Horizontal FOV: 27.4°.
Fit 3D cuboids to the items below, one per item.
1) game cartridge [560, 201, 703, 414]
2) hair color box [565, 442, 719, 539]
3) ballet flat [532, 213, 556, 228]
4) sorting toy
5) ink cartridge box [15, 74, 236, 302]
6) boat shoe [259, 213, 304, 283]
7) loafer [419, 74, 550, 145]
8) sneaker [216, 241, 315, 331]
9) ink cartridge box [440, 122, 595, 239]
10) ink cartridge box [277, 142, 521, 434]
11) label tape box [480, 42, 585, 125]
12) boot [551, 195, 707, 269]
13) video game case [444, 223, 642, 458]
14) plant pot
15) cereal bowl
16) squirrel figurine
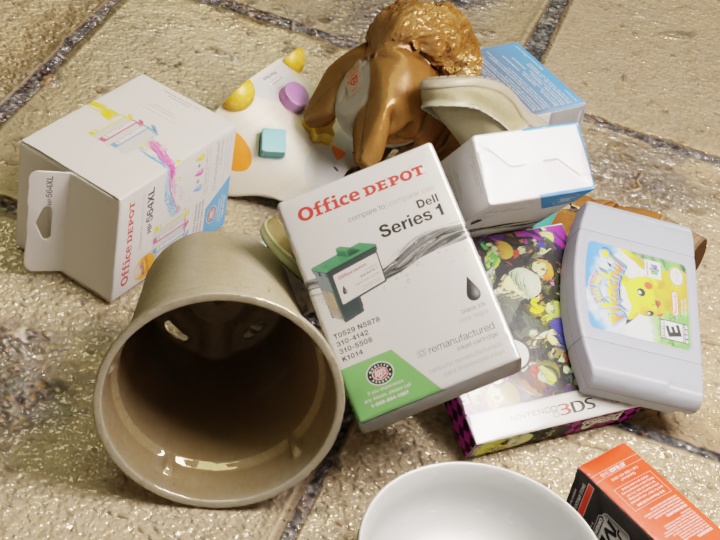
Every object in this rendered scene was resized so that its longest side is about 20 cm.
[{"bbox_3d":[0.252,0.030,1.386,0.133,0.041,0.201,11,57,-12],"label":"game cartridge"},{"bbox_3d":[0.247,0.243,1.173,0.061,0.102,0.200,-20,48,-35],"label":"hair color box"},{"bbox_3d":[0.153,-0.031,1.516,0.067,0.068,0.200,0,43,34],"label":"ballet flat"},{"bbox_3d":[-0.054,-0.129,1.580,0.180,0.107,0.200,41,44,5],"label":"sorting toy"},{"bbox_3d":[-0.232,-0.076,1.418,0.125,0.129,0.200,29,42,20],"label":"ink cartridge box"},{"bbox_3d":[0.000,0.001,1.321,0.200,0.063,0.073,37,16,21],"label":"boat shoe"},{"bbox_3d":[0.128,-0.137,1.458,0.075,0.069,0.200,0,-15,42],"label":"loafer"},{"bbox_3d":[-0.068,0.018,1.399,0.199,0.077,0.081,1,51,-7],"label":"sneaker"},{"bbox_3d":[0.118,-0.069,1.396,0.115,0.200,0.068,-9,79,-24],"label":"ink cartridge box"},{"bbox_3d":[0.031,0.014,1.237,0.145,0.084,0.201,-22,76,0],"label":"ink cartridge box"},{"bbox_3d":[0.137,-0.189,1.710,0.199,0.066,0.143,-16,46,-27],"label":"label tape box"},{"bbox_3d":[0.245,-0.008,1.509,0.155,0.077,0.200,24,50,26],"label":"boot"},{"bbox_3d":[0.143,0.060,1.368,0.180,0.036,0.201,-9,65,-25],"label":"video game case"},{"bbox_3d":[-0.119,0.064,1.247,0.199,0.201,0.184,5,27,-8],"label":"plant pot"},{"bbox_3d":[0.088,0.248,1.139,0.199,0.084,0.201,8,38,-6],"label":"cereal bowl"},{"bbox_3d":[0.072,-0.176,1.519,0.186,0.201,0.141,21,5,-35],"label":"squirrel figurine"}]
